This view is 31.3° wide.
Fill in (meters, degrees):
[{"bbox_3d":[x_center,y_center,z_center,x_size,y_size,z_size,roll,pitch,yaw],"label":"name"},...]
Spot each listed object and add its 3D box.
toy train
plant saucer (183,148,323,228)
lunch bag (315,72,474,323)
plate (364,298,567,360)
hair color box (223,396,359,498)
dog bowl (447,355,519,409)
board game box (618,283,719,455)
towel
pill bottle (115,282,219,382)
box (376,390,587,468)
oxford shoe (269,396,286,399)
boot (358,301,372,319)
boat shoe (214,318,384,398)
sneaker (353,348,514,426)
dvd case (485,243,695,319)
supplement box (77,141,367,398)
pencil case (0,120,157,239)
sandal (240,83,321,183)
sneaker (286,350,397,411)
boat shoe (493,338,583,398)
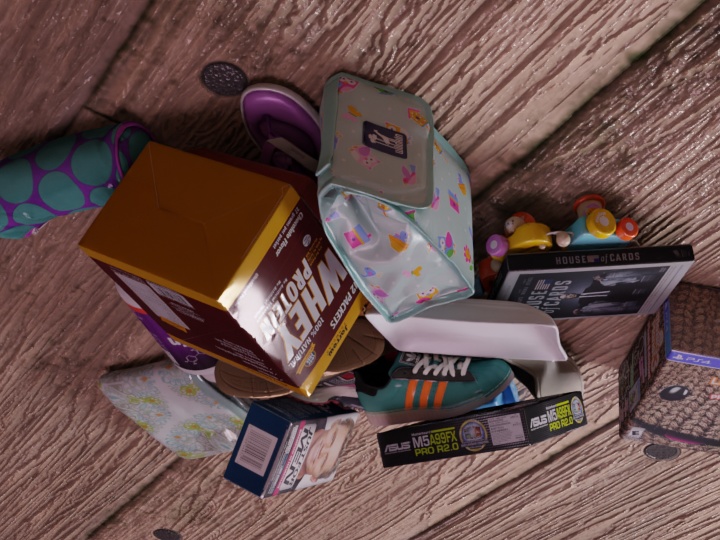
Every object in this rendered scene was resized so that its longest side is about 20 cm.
[{"bbox_3d":[0.204,-0.028,1.385,0.199,0.056,0.150,-13,157,15],"label":"toy train"},{"bbox_3d":[-0.082,-0.055,1.346,0.199,0.037,0.200,18,157,38],"label":"plant saucer"},{"bbox_3d":[0.025,-0.078,1.249,0.122,0.171,0.200,-20,133,24],"label":"lunch bag"},{"bbox_3d":[0.121,0.062,1.397,0.199,0.032,0.200,2,166,13],"label":"plate"},{"bbox_3d":[-0.080,0.210,1.563,0.060,0.100,0.200,24,-172,22],"label":"hair color box"},{"bbox_3d":[0.137,0.146,1.622,0.111,0.050,0.200,-10,140,22],"label":"dog bowl"},{"bbox_3d":[0.404,0.119,1.496,0.159,0.097,0.200,9,143,-2],"label":"board game box"},{"bbox_3d":[-0.231,0.187,1.746,0.171,0.048,0.200,-15,137,26],"label":"towel"},{"bbox_3d":[-0.195,0.045,1.499,0.112,0.113,0.200,-8,140,20],"label":"pill bottle"},{"bbox_3d":[0.144,0.187,1.517,0.200,0.044,0.160,-15,175,34],"label":"box"},{"bbox_3d":[-0.084,0.165,1.667,0.071,0.073,0.200,-11,139,25],"label":"oxford shoe"},{"bbox_3d":[0.000,0.000,1.450,0.155,0.077,0.200,-10,147,29],"label":"boot"},{"bbox_3d":[-0.067,0.105,1.487,0.199,0.072,0.065,-17,166,2],"label":"boat shoe"},{"bbox_3d":[0.079,0.126,1.512,0.200,0.071,0.080,-16,112,27],"label":"sneaker"},{"bbox_3d":[0.243,0.016,1.394,0.199,0.025,0.150,-4,157,-6],"label":"dvd case"},{"bbox_3d":[-0.132,0.000,1.295,0.197,0.133,0.200,19,159,34],"label":"supplement box"},{"bbox_3d":[-0.308,-0.093,1.362,0.199,0.085,0.093,-13,122,26],"label":"pencil case"},{"bbox_3d":[-0.068,-0.110,1.324,0.082,0.050,0.203,-4,141,16],"label":"sandal"},{"bbox_3d":[-0.038,0.123,1.594,0.199,0.081,0.075,10,103,-23],"label":"sneaker"},{"bbox_3d":[0.209,0.105,1.561,0.067,0.057,0.200,-44,132,4],"label":"boat shoe"}]
